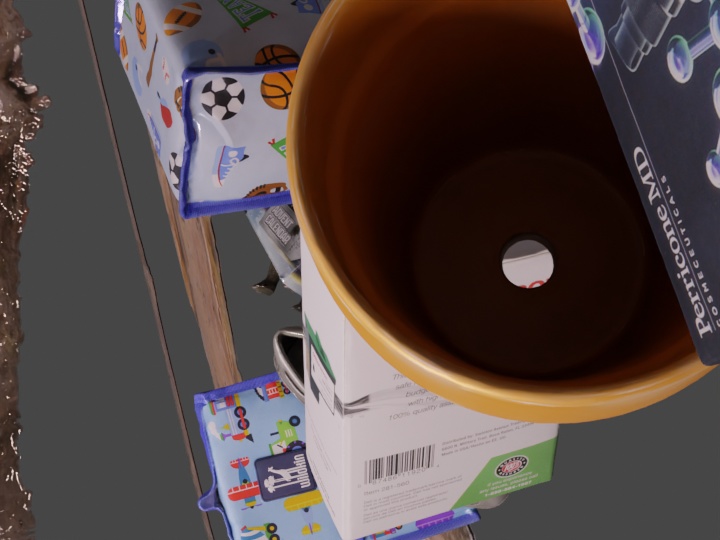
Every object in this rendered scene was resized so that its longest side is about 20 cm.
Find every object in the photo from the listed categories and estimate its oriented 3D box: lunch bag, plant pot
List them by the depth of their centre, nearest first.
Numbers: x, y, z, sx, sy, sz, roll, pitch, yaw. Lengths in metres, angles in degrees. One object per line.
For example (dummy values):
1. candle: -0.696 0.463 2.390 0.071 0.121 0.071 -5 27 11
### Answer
1. plant pot: 0.078 -0.027 0.564 0.183 0.199 0.202 74 177 -74
2. lunch bag: -0.034 -0.129 0.791 0.124 0.198 0.171 100 151 -45
3. lunch bag: -0.030 0.146 1.007 0.094 0.198 0.152 143 112 -73

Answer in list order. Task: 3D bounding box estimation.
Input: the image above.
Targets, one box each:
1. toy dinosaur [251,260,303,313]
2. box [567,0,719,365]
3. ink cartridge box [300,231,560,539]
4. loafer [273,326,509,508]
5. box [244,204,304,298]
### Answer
1. toy dinosaur: -0.031 -0.024 1.082 0.200 0.077 0.103 -25 47 60
2. box: 0.156 -0.076 0.368 0.200 0.106 0.150 126 128 -70
3. ink cartridge box: 0.044 0.050 0.780 0.085 0.145 0.201 -120 23 -46
4. loafer: 0.018 0.100 0.917 0.199 0.070 0.070 27 169 25
5. box: 0.000 0.000 0.873 0.200 0.040 0.137 38 -167 -43
